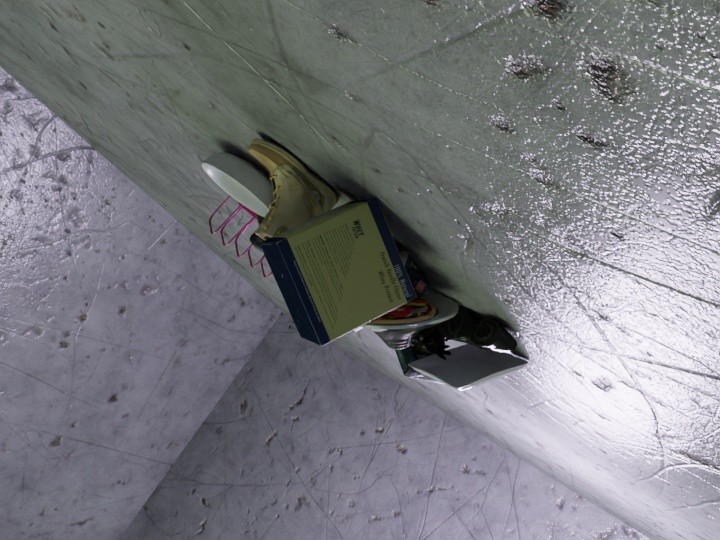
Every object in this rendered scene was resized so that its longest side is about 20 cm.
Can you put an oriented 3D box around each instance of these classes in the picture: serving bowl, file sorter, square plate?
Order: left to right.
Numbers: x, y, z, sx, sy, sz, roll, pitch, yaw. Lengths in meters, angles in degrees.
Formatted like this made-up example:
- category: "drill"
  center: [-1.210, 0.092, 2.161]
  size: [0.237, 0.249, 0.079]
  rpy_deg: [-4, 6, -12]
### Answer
- category: "serving bowl"
  center: [-0.259, -0.202, 1.755]
  size: [0.200, 0.066, 0.200]
  rpy_deg: [34, 169, 7]
- category: "file sorter"
  center: [-0.281, -0.097, 2.018]
  size: [0.200, 0.125, 0.139]
  rpy_deg: [41, -171, -27]
- category: "square plate"
  center: [0.241, 0.218, 1.755]
  size: [0.198, 0.199, 0.029]
  rpy_deg: [18, 119, 59]

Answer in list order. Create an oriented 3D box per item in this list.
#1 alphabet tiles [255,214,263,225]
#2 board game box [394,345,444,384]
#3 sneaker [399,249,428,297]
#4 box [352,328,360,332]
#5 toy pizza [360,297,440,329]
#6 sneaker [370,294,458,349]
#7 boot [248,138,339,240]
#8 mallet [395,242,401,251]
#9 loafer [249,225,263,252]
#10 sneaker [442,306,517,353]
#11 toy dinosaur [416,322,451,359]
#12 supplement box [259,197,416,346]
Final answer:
- category: "alphabet tiles"
  center: [-0.187, -0.064, 1.937]
  size: [0.167, 0.008, 0.200]
  rpy_deg: [26, -145, -48]
- category: "board game box"
  center: [0.138, 0.183, 1.893]
  size: [0.135, 0.028, 0.200]
  rpy_deg: [15, -143, -30]
- category: "sneaker"
  center: [0.099, 0.015, 1.574]
  size: [0.084, 0.075, 0.200]
  rpy_deg: [36, 179, 6]
- category: "box"
  center: [-0.063, 0.041, 1.975]
  size: [0.159, 0.046, 0.200]
  rpy_deg: [42, -158, -42]
- category: "toy pizza"
  center: [0.063, 0.079, 1.590]
  size: [0.199, 0.032, 0.200]
  rpy_deg: [-2, -168, 0]
- category: "sneaker"
  center: [0.125, 0.115, 1.703]
  size: [0.199, 0.071, 0.099]
  rpy_deg: [-14, 140, 15]
- category: "boot"
  center: [-0.160, -0.138, 1.475]
  size: [0.200, 0.156, 0.073]
  rpy_deg: [38, 169, -14]
- category: "mallet"
  center: [0.026, -0.053, 1.609]
  size: [0.066, 0.041, 0.200]
  rpy_deg: [39, 173, -14]
- category: "loafer"
  center: [-0.192, -0.103, 1.867]
  size: [0.073, 0.072, 0.200]
  rpy_deg: [39, -157, -2]
- category: "sneaker"
  center: [0.248, 0.135, 1.638]
  size: [0.091, 0.076, 0.200]
  rpy_deg: [30, 178, -30]
- category: "toy dinosaur"
  center: [0.152, 0.151, 1.823]
  size: [0.136, 0.199, 0.103]
  rpy_deg: [7, 112, 62]
- category: "supplement box"
  center: [-0.042, -0.002, 1.409]
  size: [0.201, 0.199, 0.134]
  rpy_deg: [67, 162, -11]
